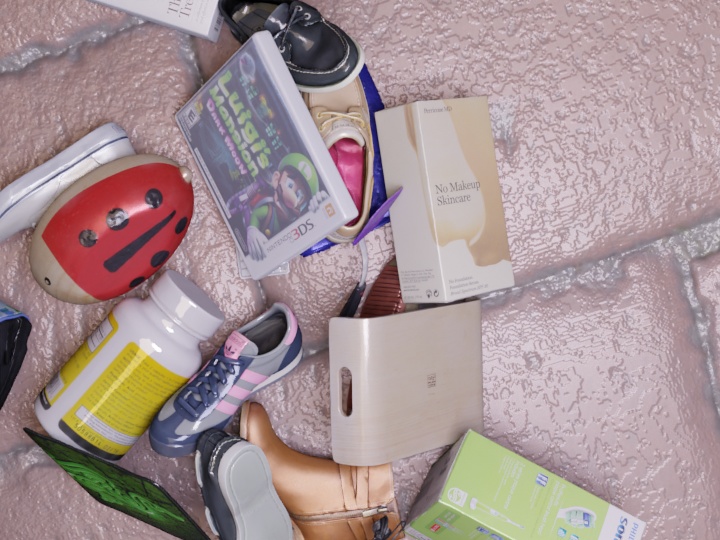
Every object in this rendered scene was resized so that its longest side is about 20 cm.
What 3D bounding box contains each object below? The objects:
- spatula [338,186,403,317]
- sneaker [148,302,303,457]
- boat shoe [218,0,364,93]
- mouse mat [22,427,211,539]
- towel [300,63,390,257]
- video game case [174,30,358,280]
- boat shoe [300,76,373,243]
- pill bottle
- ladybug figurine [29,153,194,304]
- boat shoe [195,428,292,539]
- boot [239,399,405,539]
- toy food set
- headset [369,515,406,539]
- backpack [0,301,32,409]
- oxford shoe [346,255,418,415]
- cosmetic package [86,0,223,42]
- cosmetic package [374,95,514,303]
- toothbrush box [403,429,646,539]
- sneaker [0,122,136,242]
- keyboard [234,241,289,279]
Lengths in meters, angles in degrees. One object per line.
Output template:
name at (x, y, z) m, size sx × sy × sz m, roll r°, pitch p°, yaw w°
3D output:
spatula at (0.000, 0.000, 1.108) m, size 0.021 × 0.057 × 0.201 m, roll 29°, pitch 127°, yaw 15°
sneaker at (-0.140, 0.104, 1.096) m, size 0.070 × 0.082 × 0.200 m, roll 31°, pitch 55°, yaw 26°
boat shoe at (-0.076, -0.237, 1.067) m, size 0.075 × 0.066 × 0.199 m, roll -49°, pitch 48°, yaw 0°
mouse mat at (-0.240, 0.225, 1.090) m, size 0.199 × 0.161 × 0.008 m, roll 14°, pitch 58°, yaw 34°
towel at (-0.036, -0.130, 1.136) m, size 0.147 × 0.050 × 0.201 m, roll -24°, pitch 92°, yaw -11°
video game case at (-0.101, -0.109, 1.085) m, size 0.023 × 0.182 × 0.201 m, roll -23°, pitch 85°, yaw -41°
boat shoe at (-0.018, -0.129, 1.079) m, size 0.073 × 0.069 × 0.201 m, roll -8°, pitch 89°, yaw -10°
pill bottle at (-0.237, 0.099, 1.128) m, size 0.111 × 0.111 × 0.200 m, roll 42°, pitch 95°, yaw 0°
ladybug figurine at (-0.251, -0.037, 1.115) m, size 0.200 × 0.072 × 0.136 m, roll -42°, pitch 131°, yaw 4°
boat shoe at (-0.119, 0.242, 1.090) m, size 0.060 × 0.076 × 0.201 m, roll 23°, pitch 130°, yaw 39°
boot at (-0.042, 0.217, 1.149) m, size 0.154 × 0.074 × 0.201 m, roll -13°, pitch 105°, yaw 4°
toy food set at (0.051, 0.106, 1.091) m, size 0.060 × 0.200 × 0.144 m, roll 6°, pitch 100°, yaw 46°
headset at (0.042, 0.343, 1.121) m, size 0.123 × 0.094 × 0.201 m, roll -7°, pitch 116°, yaw 14°
backpack at (-0.445, 0.108, 1.103) m, size 0.147 × 0.183 × 0.200 m, roll 30°, pitch 89°, yaw -1°
oxford shoe at (0.040, 0.084, 1.149) m, size 0.074 × 0.071 × 0.201 m, roll 14°, pitch 89°, yaw -29°
cosmetic package at (-0.196, -0.360, 1.130) m, size 0.150 × 0.052 × 0.201 m, roll 18°, pitch 94°, yaw 4°
cosmetic package at (0.087, -0.073, 1.101) m, size 0.105 × 0.071 × 0.201 m, roll -13°, pitch 95°, yaw -37°
toothbrush box at (0.162, 0.261, 1.094) m, size 0.199 × 0.146 × 0.086 m, roll 28°, pitch 62°, yaw 2°
sneaker at (-0.321, -0.074, 1.140) m, size 0.200 × 0.073 × 0.071 m, roll -35°, pitch 88°, yaw 4°
keyboard at (-0.116, -0.093, 1.161) m, size 0.056 × 0.011 × 0.201 m, roll -7°, pitch 93°, yaw 3°
